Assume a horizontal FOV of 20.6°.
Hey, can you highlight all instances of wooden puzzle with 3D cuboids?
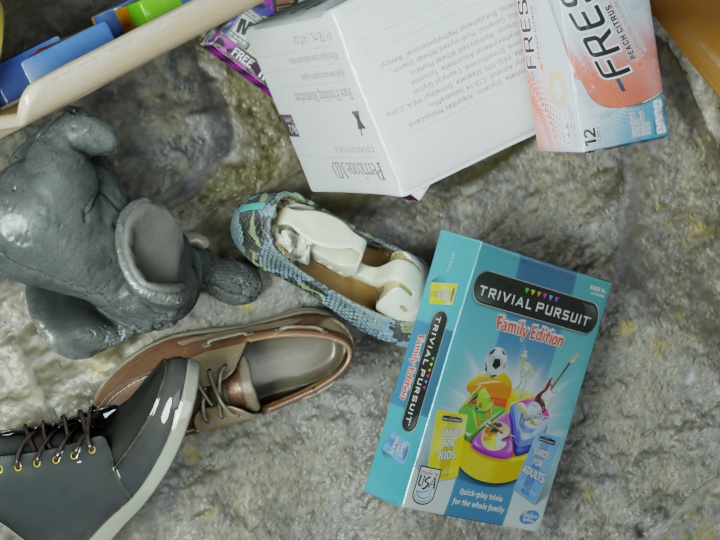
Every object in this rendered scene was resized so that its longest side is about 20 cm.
[{"bbox_3d":[-0.172,-0.146,1.299,0.185,0.200,0.046,-31,99,-21],"label":"wooden puzzle"}]

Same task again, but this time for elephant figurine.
[{"bbox_3d":[-0.165,-0.007,1.354,0.200,0.141,0.155,47,76,-13],"label":"elephant figurine"}]

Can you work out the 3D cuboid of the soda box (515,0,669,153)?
[{"bbox_3d":[0.136,-0.174,1.225,0.063,0.068,0.201,-13,98,-19],"label":"soda box"}]

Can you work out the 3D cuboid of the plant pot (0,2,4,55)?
[{"bbox_3d":[-0.340,-0.153,1.262,0.189,0.201,0.201,18,90,-32],"label":"plant pot"}]

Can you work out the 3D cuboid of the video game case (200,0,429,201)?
[{"bbox_3d":[0.013,-0.180,1.451,0.200,0.036,0.181,37,83,-18],"label":"video game case"}]

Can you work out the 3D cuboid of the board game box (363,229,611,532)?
[{"bbox_3d":[0.097,0.085,1.473,0.151,0.047,0.201,16,91,-42],"label":"board game box"}]

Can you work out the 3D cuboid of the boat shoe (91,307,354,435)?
[{"bbox_3d":[-0.097,0.077,1.421,0.200,0.072,0.076,-22,102,-12],"label":"boat shoe"}]

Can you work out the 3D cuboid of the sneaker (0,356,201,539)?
[{"bbox_3d":[-0.194,0.122,1.360,0.106,0.075,0.200,29,118,-15],"label":"sneaker"}]

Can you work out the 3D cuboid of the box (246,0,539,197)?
[{"bbox_3d":[0.056,-0.148,1.342,0.200,0.199,0.131,-26,101,-16],"label":"box"}]

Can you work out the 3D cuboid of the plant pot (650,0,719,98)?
[{"bbox_3d":[0.314,-0.199,1.478,0.183,0.200,0.200,39,83,-2],"label":"plant pot"}]

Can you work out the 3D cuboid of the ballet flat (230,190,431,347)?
[{"bbox_3d":[0.000,0.000,1.444,0.200,0.074,0.074,24,88,-20],"label":"ballet flat"}]
